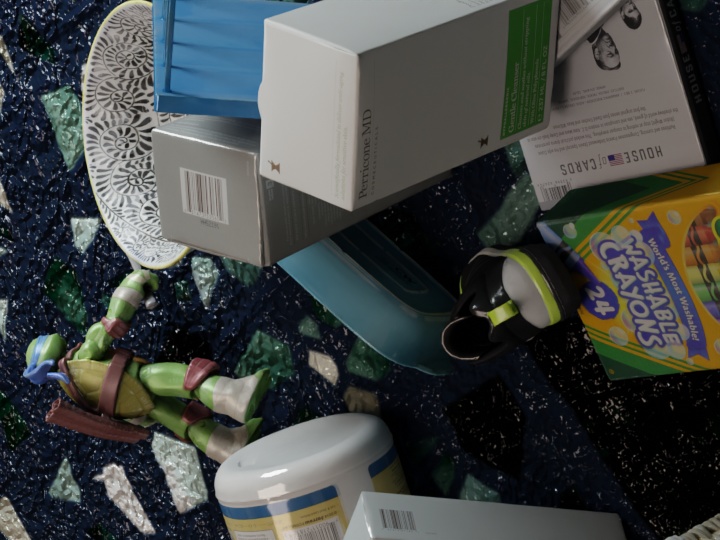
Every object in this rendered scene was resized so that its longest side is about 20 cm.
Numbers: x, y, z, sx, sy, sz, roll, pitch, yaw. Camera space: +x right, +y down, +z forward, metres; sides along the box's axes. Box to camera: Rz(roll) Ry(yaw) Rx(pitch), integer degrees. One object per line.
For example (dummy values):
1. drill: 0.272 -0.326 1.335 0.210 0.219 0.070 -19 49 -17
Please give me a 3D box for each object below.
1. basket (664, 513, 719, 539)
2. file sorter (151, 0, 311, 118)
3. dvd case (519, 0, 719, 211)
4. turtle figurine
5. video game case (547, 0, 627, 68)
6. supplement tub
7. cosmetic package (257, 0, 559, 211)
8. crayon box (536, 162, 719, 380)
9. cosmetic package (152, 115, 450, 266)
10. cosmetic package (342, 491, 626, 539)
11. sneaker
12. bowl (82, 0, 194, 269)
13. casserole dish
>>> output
1. basket: 0.295 0.268 1.491 0.199 0.160 0.199 28 126 33
2. file sorter: -0.069 -0.195 1.568 0.200 0.138 0.123 -101 15 -63
3. dvd case: 0.151 -0.145 1.534 0.150 0.025 0.201 -8 104 45
4. turtle figurine: -0.162 0.071 1.900 0.193 0.200 0.145 23 103 11
5. video game case: 0.082 -0.225 1.532 0.201 0.018 0.143 57 137 8
6. supplement tub: -0.019 0.225 1.784 0.144 0.144 0.201 -9 103 45
7. cosmetic package: 0.032 -0.123 1.468 0.085 0.199 0.108 23 124 35
8. crayon box: 0.223 -0.001 1.496 0.199 0.052 0.126 -10 114 44
9. cosmetic package: -0.038 -0.081 1.608 0.106 0.199 0.091 15 116 41
10. cosmetic package: 0.077 0.235 1.671 0.052 0.199 0.151 -104 27 -49
11. sneaker: 0.084 0.026 1.590 0.072 0.083 0.200 58 167 3
12. bowl: -0.125 -0.105 1.749 0.200 0.094 0.202 15 108 54
13. casserole dish: 0.000 0.000 1.687 0.200 0.121 0.039 43 110 22
